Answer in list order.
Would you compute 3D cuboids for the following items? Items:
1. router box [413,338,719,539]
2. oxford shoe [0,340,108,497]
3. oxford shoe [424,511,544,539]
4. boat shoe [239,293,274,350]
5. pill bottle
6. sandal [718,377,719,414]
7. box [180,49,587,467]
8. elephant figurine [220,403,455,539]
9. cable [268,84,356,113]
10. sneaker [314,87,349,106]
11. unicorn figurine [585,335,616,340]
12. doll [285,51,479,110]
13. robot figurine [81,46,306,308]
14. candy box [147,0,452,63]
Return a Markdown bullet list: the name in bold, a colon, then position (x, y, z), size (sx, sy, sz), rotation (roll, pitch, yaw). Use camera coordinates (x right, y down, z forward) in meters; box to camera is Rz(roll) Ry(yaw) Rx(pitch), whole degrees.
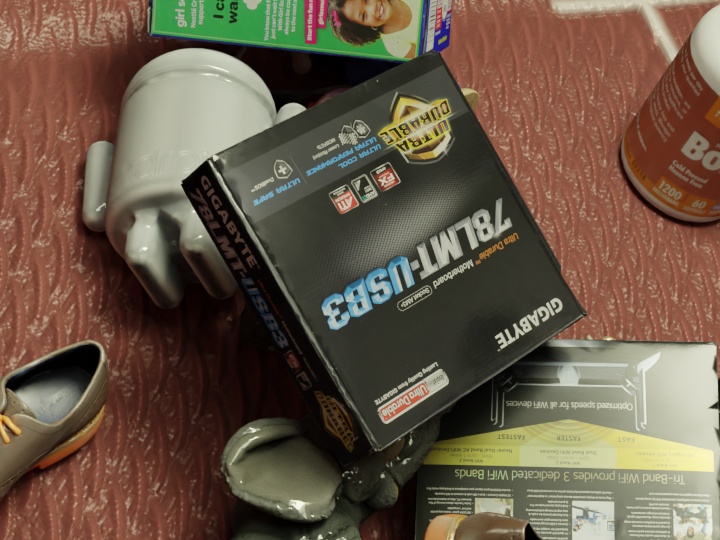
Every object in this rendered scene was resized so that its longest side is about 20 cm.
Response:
- **router box**: position (0.135, 0.126, 1.133), size (0.198, 0.052, 0.158), rotation (1, 67, 5)
- **oxford shoe**: position (-0.231, 0.105, 1.040), size (0.071, 0.073, 0.200), rotation (41, 51, 9)
- **oxford shoe**: position (0.114, 0.217, 1.055), size (0.200, 0.072, 0.072), rotation (50, 39, -37)
- **boat shoe**: position (0.000, 0.000, 1.230), size (0.200, 0.061, 0.072), rotation (-20, 65, -32)
- **pill bottle**: position (0.294, -0.138, 1.361), size (0.111, 0.200, 0.113), rotation (11, 52, -14)
- **sandal**: position (0.236, 0.138, 1.214), size (0.043, 0.076, 0.201), rotation (33, 50, -1)
- **box**: position (0.019, -0.012, 1.067), size (0.199, 0.050, 0.199), rotation (-28, 86, -35)
- **elephant figurine**: position (-0.029, 0.147, 1.071), size (0.154, 0.141, 0.201), rotation (22, 50, -33)
- **cable**: position (-0.061, -0.122, 1.290), size (0.199, 0.050, 0.098), rotation (30, 82, -5)
- **sneaker**: position (0.001, -0.069, 1.175), size (0.075, 0.105, 0.201), rotation (13, 50, -9)
- **unicorn figurine**: position (0.142, 0.104, 1.214), size (0.198, 0.074, 0.138), rotation (13, 60, 5)
- **doll**: position (0.009, -0.183, 1.377), size (0.136, 0.049, 0.200), rotation (-29, 64, -26)
- **robot figurine**: position (-0.115, -0.073, 1.201), size (0.168, 0.113, 0.201), rotation (-8, 52, 12)
- **candy box**: position (-0.038, -0.201, 1.262), size (0.198, 0.078, 0.169), rotation (5, 12, 8)
